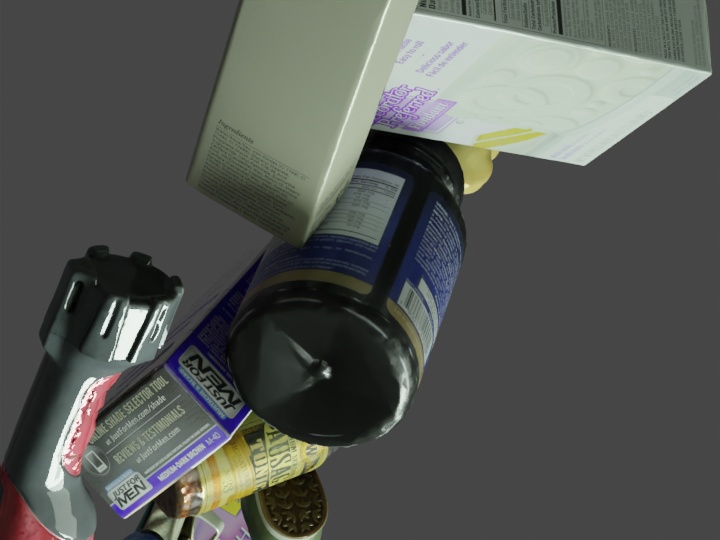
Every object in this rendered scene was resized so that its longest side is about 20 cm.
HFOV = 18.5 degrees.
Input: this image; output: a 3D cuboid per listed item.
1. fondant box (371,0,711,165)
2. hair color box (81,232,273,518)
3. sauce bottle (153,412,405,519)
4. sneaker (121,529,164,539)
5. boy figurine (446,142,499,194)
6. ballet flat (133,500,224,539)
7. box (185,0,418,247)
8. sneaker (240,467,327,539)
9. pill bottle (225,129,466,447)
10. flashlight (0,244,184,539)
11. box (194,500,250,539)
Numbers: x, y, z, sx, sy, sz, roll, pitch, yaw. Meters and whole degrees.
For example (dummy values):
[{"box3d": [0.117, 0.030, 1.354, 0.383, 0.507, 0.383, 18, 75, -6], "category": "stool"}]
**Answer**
[{"box3d": [0.081, -0.126, 1.283, 0.144, 0.200, 0.058, 142, -48, -57], "category": "fondant box"}, {"box3d": [-0.088, 0.053, 1.340, 0.109, 0.065, 0.200, -38, -174, 37], "category": "hair color box"}, {"box3d": [-0.057, 0.116, 1.573, 0.200, 0.066, 0.066, -21, 152, -27], "category": "sauce bottle"}, {"box3d": [-0.171, 0.262, 1.644, 0.089, 0.078, 0.200, -52, 169, -39], "category": "sneaker"}, {"box3d": [0.079, -0.116, 1.469, 0.200, 0.064, 0.124, -58, -177, -41], "category": "boy figurine"}, {"box3d": [-0.123, 0.164, 1.651, 0.067, 0.062, 0.200, -52, 168, -50], "category": "ballet flat"}, {"box3d": [-0.027, -0.112, 1.179, 0.068, 0.082, 0.200, -53, 171, -44], "category": "box"}, {"box3d": [-0.066, 0.140, 1.656, 0.090, 0.067, 0.201, 103, -18, -48], "category": "sneaker"}, {"box3d": [0.000, 0.000, 1.294, 0.200, 0.112, 0.112, -67, 180, -51], "category": "pill bottle"}, {"box3d": [-0.146, 0.082, 1.152, 0.200, 0.068, 0.068, -64, 171, 27], "category": "flashlight"}, {"box3d": [-0.124, 0.287, 1.987, 0.176, 0.097, 0.200, -58, 172, -16], "category": "box"}]
